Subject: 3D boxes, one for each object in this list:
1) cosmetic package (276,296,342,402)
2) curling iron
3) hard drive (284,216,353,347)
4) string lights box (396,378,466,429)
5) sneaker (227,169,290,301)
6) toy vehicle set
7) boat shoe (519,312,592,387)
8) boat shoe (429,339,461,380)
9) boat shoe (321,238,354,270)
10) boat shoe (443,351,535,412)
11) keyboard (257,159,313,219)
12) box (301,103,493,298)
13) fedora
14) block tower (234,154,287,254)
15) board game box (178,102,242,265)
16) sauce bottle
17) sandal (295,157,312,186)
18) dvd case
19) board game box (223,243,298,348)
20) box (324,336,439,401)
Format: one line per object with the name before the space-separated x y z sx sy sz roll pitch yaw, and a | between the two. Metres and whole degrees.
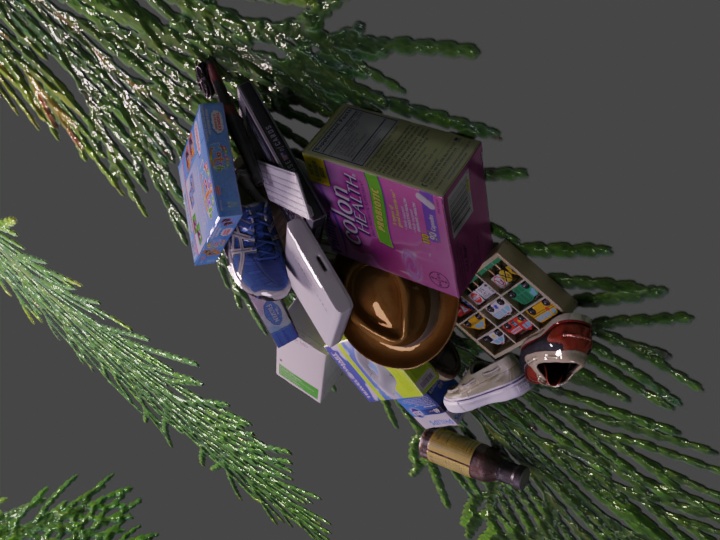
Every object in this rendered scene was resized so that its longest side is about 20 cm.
cosmetic package | -0.085 0.136 1.577 0.107 0.085 0.201 31 152 14
curling iron | -0.168 -0.196 1.173 0.202 0.025 0.050 60 155 19
hard drive | -0.059 0.021 1.186 0.133 0.026 0.200 58 166 11
string lights box | 0.080 0.170 1.465 0.200 0.059 0.102 45 151 -13
sneaker | -0.149 -0.048 1.222 0.202 0.075 0.077 61 149 24
toy vehicle set | 0.186 0.043 1.197 0.124 0.027 0.200 40 151 -2
boat shoe | 0.252 0.118 1.166 0.070 0.064 0.201 8 157 -4
boat shoe | 0.066 0.097 1.362 0.200 0.071 0.076 45 139 8
boat shoe | 0.000 0.000 1.301 0.197 0.069 0.076 22 128 11
boat shoe | 0.186 0.166 1.348 0.199 0.071 0.063 -30 85 56
keyboard | -0.098 -0.103 1.114 0.057 0.011 0.200 67 166 -18
box | 0.049 -0.085 1.097 0.198 0.097 0.177 21 147 28
fedora | 0.035 0.037 1.199 0.198 0.203 0.082 28 -166 16
block tower | -0.130 -0.092 1.335 0.057 0.054 0.202 18 146 30
board game box | -0.205 -0.110 1.204 0.200 0.036 0.154 138 123 -66
sauce bottle | 0.197 0.328 1.553 0.198 0.065 0.065 17 146 35
sandal | -0.069 -0.110 1.252 0.083 0.050 0.203 49 165 11
dvd case | -0.104 -0.128 1.171 0.202 0.024 0.151 61 167 11
board game box | -0.173 -0.014 1.398 0.201 0.043 0.201 61 177 49
box | 0.024 0.137 1.359 0.122 0.048 0.199 51 153 -8
